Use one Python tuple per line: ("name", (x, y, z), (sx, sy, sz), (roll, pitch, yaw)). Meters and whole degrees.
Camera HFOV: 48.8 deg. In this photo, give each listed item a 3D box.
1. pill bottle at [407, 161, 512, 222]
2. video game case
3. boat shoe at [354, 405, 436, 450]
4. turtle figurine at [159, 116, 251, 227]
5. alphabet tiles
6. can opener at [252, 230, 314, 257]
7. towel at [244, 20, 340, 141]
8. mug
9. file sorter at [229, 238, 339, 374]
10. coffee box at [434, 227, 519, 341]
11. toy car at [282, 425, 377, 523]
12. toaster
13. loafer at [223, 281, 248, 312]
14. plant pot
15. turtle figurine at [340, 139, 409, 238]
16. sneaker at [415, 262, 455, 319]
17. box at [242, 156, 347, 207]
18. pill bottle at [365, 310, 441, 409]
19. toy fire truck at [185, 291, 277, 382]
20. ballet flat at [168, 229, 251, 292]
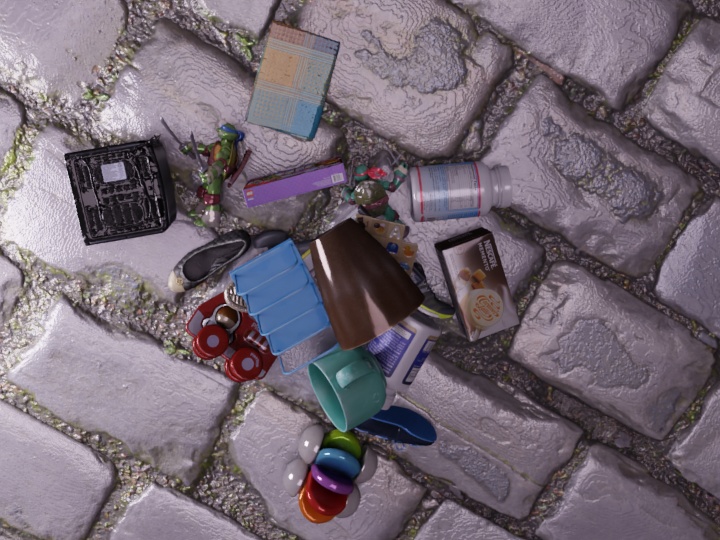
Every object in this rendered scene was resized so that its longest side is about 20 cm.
("pill bottle", (0.196, -0.159, 1.578), (0.196, 0.109, 0.111), (-5, 103, -2))
("video game case", (0.000, 0.000, 1.573), (0.180, 0.026, 0.200), (-39, 107, 17))
("boat shoe", (0.068, 0.329, 1.692), (0.198, 0.085, 0.069), (26, 122, -16))
("turtle figurine", (-0.316, -0.192, 1.533), (0.142, 0.199, 0.197), (19, 108, 28))
("alphabet tiles", (0.019, -0.008, 1.552), (0.163, 0.006, 0.203), (12, 115, -3))
("can opener", (-0.119, -0.058, 1.613), (0.196, 0.053, 0.068), (-12, 103, -1))
("towel", (-0.133, -0.370, 1.563), (0.144, 0.022, 0.203), (16, 99, -7))
("mug", (-0.011, 0.220, 1.524), (0.113, 0.184, 0.154), (-26, 108, -21))
("file sorter", (-0.139, 0.072, 1.516), (0.137, 0.123, 0.202), (-28, 113, -2))
("coffee box", (0.239, 0.027, 1.633), (0.113, 0.080, 0.203), (-19, 103, -2))
("toy car", (-0.064, 0.438, 1.673), (0.173, 0.150, 0.202), (25, 100, -7))
("toaster", (-0.453, -0.159, 1.542), (0.196, 0.119, 0.184), (-10, 103, 0))
("loafer", (-0.178, 0.047, 1.613), (0.196, 0.068, 0.077), (-3, 85, -11))
("plant pot", (-0.008, 0.012, 1.475), (0.185, 0.187, 0.202), (-31, 96, 4))
("turtle figurine", (0.024, -0.148, 1.571), (0.147, 0.101, 0.202), (-7, 120, 24))
("sneaker", (0.117, 0.031, 1.636), (0.198, 0.074, 0.082), (32, 95, -11))
("box", (-0.125, -0.174, 1.545), (0.197, 0.137, 0.040), (-15, 104, 0))
("pill bottle", (0.069, 0.178, 1.639), (0.119, 0.120, 0.202), (29, 100, -8))
("toy fire truck", (-0.248, 0.126, 1.632), (0.199, 0.112, 0.169), (36, 72, -8))
("ballet flat", (-0.310, -0.022, 1.610), (0.199, 0.057, 0.067), (-34, 101, 5))
